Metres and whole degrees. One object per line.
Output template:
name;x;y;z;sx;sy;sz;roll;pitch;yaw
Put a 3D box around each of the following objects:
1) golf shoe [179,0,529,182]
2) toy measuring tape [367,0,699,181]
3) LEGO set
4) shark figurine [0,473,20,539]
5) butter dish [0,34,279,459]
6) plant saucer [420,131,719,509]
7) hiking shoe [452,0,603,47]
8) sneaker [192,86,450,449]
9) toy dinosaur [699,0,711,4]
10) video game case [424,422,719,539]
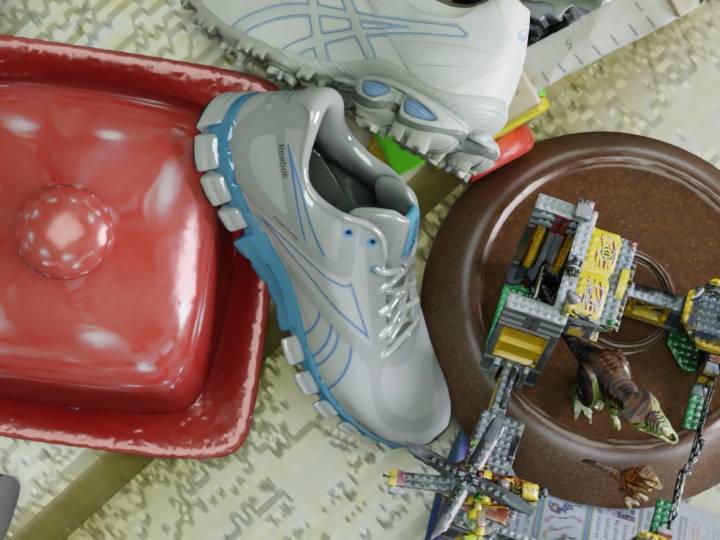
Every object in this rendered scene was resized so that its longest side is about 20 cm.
golf shoe;0.002;-0.122;1.065;0.199;0.078;0.098;28;93;32
toy measuring tape;0.086;-0.098;1.082;0.199;0.073;0.074;-28;89;29
LEGO set;0.112;0.060;0.998;0.153;0.116;0.201;26;71;5
shark figurine;-0.212;0.197;1.030;0.089;0.128;0.216;17;82;21
butter dish;-0.139;-0.015;1.046;0.198;0.148;0.202;8;87;-3
plant saucer;0.130;0.018;1.095;0.199;0.035;0.202;1;71;-4
hiking shoe;0.040;-0.187;1.114;0.199;0.076;0.101;22;75;-10
sneaker;0.000;0.000;1.030;0.201;0.086;0.075;60;44;-21
toy dinosaur;0.138;-0.227;1.080;0.135;0.102;0.201;-21;102;-16
video game case;0.110;0.186;1.048;0.180;0.046;0.201;21;45;-4
